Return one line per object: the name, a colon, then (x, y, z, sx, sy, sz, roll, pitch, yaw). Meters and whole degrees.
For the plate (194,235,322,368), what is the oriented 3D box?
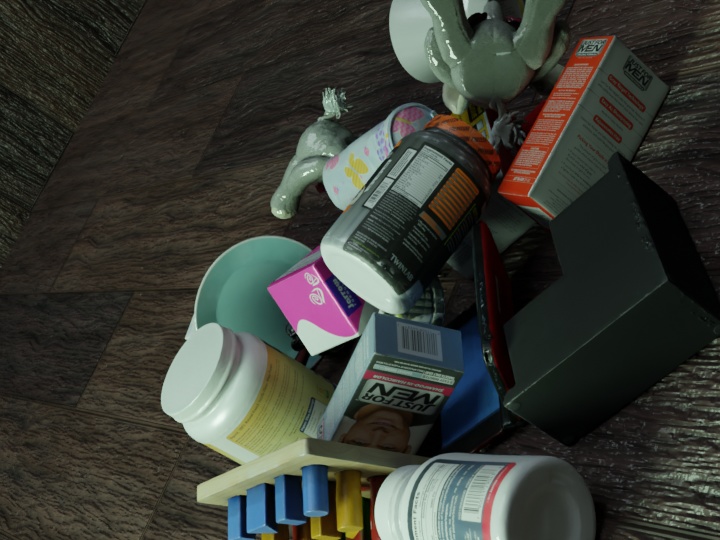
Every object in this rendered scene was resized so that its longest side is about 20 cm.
plate: (-0.124, 0.053, 1.553, 0.201, 0.200, 0.026, -59, 24, -5)

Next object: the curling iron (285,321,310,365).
curling iron: (-0.095, 0.134, 1.537, 0.026, 0.049, 0.201, 57, 136, 41)

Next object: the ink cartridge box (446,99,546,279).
ink cartridge box: (0.152, -0.122, 1.422, 0.175, 0.084, 0.201, -42, 31, 25)

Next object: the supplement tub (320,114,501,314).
supplement tub: (0.058, -0.063, 1.276, 0.200, 0.123, 0.122, -52, 26, -17)

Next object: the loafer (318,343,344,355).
loafer: (-0.006, 0.025, 1.543, 0.071, 0.073, 0.201, 23, 91, 58)

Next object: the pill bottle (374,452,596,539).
pill bottle: (0.107, 0.229, 1.093, 0.199, 0.119, 0.120, -9, 53, 54)

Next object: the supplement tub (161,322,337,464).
supplement tub: (-0.128, 0.164, 1.442, 0.144, 0.199, 0.145, -37, 34, 30)

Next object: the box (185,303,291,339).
box: (-0.144, 0.055, 1.682, 0.199, 0.101, 0.113, -21, 43, 47)

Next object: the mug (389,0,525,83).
mug: (0.148, -0.357, 1.617, 0.153, 0.149, 0.188, 0, 67, 48)

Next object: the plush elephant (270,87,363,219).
plush elephant: (-0.009, -0.136, 1.644, 0.155, 0.164, 0.201, 44, 139, 27)

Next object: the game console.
game console: (0.107, 0.080, 1.257, 0.118, 0.173, 0.201, -15, 43, 14)

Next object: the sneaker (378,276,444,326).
sneaker: (0.037, 0.085, 1.358, 0.085, 0.074, 0.201, -135, 61, -71)

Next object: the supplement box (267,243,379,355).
supplement box: (0.000, 0.000, 1.424, 0.103, 0.102, 0.200, -25, 12, 49)

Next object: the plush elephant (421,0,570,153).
plush elephant: (0.157, -0.246, 1.356, 0.163, 0.202, 0.155, -5, 16, 7)

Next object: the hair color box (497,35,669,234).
hair color box: (0.243, -0.142, 1.283, 0.201, 0.101, 0.061, -60, 28, -8)

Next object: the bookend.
bookend: (0.225, 0.027, 1.145, 0.200, 0.092, 0.199, -43, 30, 26)

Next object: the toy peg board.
toy peg board: (-0.034, 0.257, 1.219, 0.200, 0.198, 0.099, -31, 55, 43)

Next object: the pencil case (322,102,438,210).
pencil case: (0.029, -0.136, 1.461, 0.090, 0.084, 0.200, -25, -2, -28)

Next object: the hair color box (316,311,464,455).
hair color box: (0.028, 0.139, 1.256, 0.061, 0.098, 0.201, -90, 18, -45)
